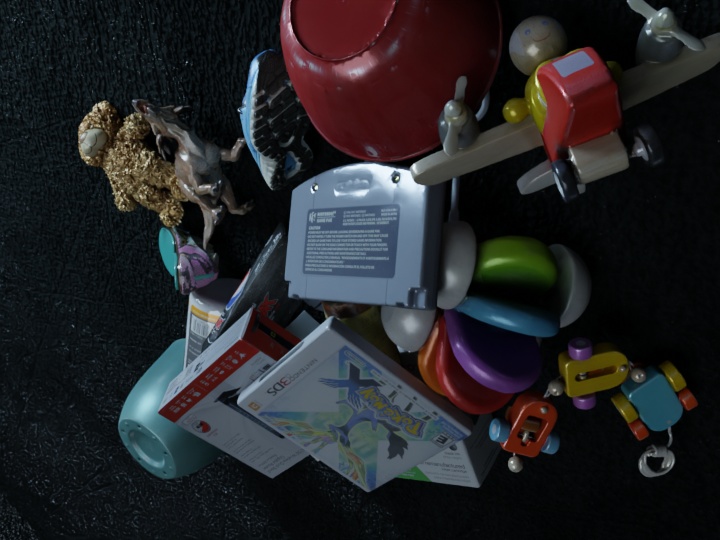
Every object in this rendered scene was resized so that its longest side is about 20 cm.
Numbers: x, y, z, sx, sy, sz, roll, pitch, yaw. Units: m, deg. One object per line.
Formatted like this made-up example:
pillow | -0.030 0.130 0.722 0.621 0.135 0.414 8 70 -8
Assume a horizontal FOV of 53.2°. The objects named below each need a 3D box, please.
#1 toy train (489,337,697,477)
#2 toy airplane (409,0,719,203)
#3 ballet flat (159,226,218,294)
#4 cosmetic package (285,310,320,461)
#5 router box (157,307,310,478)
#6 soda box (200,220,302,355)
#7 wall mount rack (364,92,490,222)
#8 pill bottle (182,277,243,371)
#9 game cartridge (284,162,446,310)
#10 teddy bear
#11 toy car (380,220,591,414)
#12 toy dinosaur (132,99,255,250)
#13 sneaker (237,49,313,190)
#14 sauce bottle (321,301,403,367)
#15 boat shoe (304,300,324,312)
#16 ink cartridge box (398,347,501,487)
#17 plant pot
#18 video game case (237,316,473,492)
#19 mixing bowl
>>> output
toy train | 0.230 0.136 0.720 0.197 0.056 0.152 12 111 -12
toy airplane | 0.159 -0.130 0.566 0.198 0.199 0.143 -23 90 56
ballet flat | -0.235 -0.017 1.000 0.200 0.070 0.070 -143 52 -63
cosmetic package | -0.071 0.172 1.041 0.150 0.052 0.201 40 136 6
router box | -0.117 0.155 0.863 0.179 0.049 0.200 35 128 -19
soda box | -0.123 0.043 0.897 0.070 0.063 0.201 31 102 -16
wall mount rack | 0.035 -0.129 0.723 0.198 0.075 0.175 0 123 38
pill bottle | -0.190 0.122 1.011 0.115 0.116 0.203 19 111 26
game cartridge | 0.001 -0.034 0.690 0.199 0.041 0.135 3 83 48
teddy bear | -0.312 -0.143 0.985 0.201 0.067 0.145 50 134 -5
toy car | 0.122 0.057 0.700 0.173 0.151 0.201 13 142 -17
toy dinosaur | -0.209 -0.130 0.906 0.134 0.086 0.202 26 138 20
sneaker | -0.105 -0.166 0.772 0.090 0.078 0.200 50 161 15
sauce bottle | 0.015 0.105 0.796 0.065 0.066 0.202 0 120 37
boat shoe | 0.000 0.000 0.860 0.066 0.074 0.200 35 147 -11
ink cartridge box | 0.073 0.160 0.897 0.145 0.084 0.202 -6 116 39
plant pot | -0.299 0.241 1.188 0.199 0.161 0.203 20 131 25
video game case | -0.009 0.155 0.785 0.199 0.022 0.182 37 128 -16
mixing bowl | 0.008 -0.200 0.595 0.198 0.108 0.203 -3 84 26
